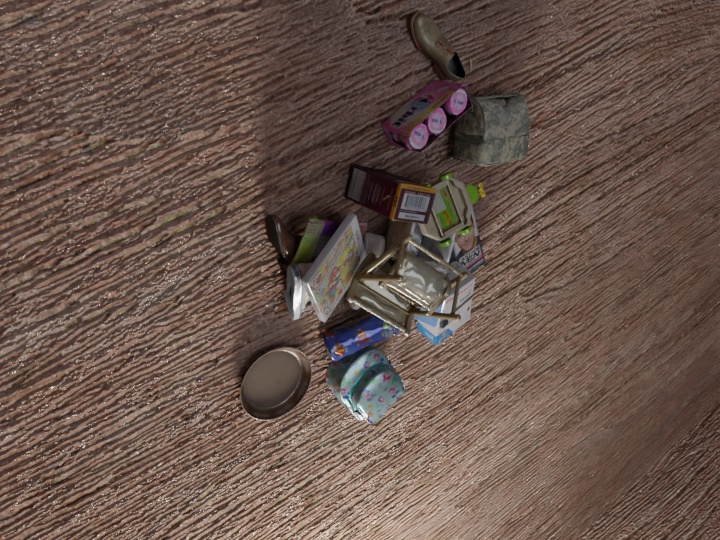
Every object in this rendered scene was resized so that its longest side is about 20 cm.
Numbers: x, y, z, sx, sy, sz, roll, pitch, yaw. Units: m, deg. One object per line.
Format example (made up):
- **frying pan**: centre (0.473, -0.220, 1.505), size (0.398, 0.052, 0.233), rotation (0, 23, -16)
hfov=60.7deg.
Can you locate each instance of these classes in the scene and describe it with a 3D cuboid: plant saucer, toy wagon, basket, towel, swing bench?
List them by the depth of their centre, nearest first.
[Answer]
- **towel**: centre (-0.072, -0.054, 1.440), size (0.199, 0.023, 0.144), rotation (-2, 123, -46)
- **swing bench**: centre (0.110, 0.040, 1.450), size (0.198, 0.200, 0.130), rotation (32, 57, -26)
- **toy wagon**: centre (0.220, -0.157, 1.494), size (0.199, 0.039, 0.156), rotation (-30, 106, -25)
- **plant saucer**: centre (-0.214, 0.278, 1.534), size (0.199, 0.032, 0.201), rotation (-15, 116, -31)
- **basket**: centre (0.154, -0.106, 1.552), size (0.135, 0.123, 0.201), rotation (18, 84, -29)

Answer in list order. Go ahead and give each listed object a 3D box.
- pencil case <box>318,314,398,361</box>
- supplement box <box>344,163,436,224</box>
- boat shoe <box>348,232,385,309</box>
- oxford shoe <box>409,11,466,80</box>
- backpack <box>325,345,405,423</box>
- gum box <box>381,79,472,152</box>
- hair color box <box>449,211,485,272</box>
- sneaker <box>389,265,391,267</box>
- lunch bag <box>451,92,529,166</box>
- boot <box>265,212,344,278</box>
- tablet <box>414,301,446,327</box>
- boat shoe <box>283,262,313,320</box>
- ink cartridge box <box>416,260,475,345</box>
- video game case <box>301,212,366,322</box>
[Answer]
- **pencil case**: centre (-0.002, 0.163, 1.585), size (0.199, 0.087, 0.078), rotation (-23, 98, -7)
- **supplement box**: centre (0.066, -0.179, 1.437), size (0.110, 0.200, 0.086), rotation (4, 108, -38)
- **boat shoe**: centre (0.000, 0.000, 1.557), size (0.068, 0.072, 0.201), rotation (17, 106, -18)
- **oxford shoe**: centre (0.191, -0.533, 1.462), size (0.200, 0.075, 0.071), rotation (38, 85, -40)
- **backpack**: centre (0.011, 0.294, 1.641), size (0.177, 0.150, 0.200), rotation (-43, 124, -13)
- **gum box**: centre (0.156, -0.370, 1.480), size (0.200, 0.113, 0.066), rotation (-43, 129, -14)
- **hair color box**: centre (0.281, -0.083, 1.732), size (0.099, 0.061, 0.201), rotation (-35, 125, -20)
- **sneaker**: centre (0.072, 0.064, 1.608), size (0.060, 0.104, 0.201), rotation (-33, 126, -22)
- **lunch bag**: centre (0.345, -0.373, 1.604), size (0.199, 0.139, 0.169), rotation (-14, 117, -33)
- **boot**: centre (-0.112, -0.095, 1.428), size (0.199, 0.064, 0.187), rotation (-31, 138, -19)
- **tablet**: centre (0.159, 0.068, 1.601), size (0.014, 0.130, 0.201), rotation (-56, 164, -35)
- **boat shoe**: centre (-0.126, 0.043, 1.425), size (0.086, 0.075, 0.202), rotation (-15, 148, -19)
- **ink cartridge box**: centre (0.237, 0.092, 1.719), size (0.144, 0.084, 0.201), rotation (-33, 145, -22)
- **video game case**: centre (-0.053, -0.004, 1.405), size (0.200, 0.023, 0.182), rotation (-56, 155, -23)
